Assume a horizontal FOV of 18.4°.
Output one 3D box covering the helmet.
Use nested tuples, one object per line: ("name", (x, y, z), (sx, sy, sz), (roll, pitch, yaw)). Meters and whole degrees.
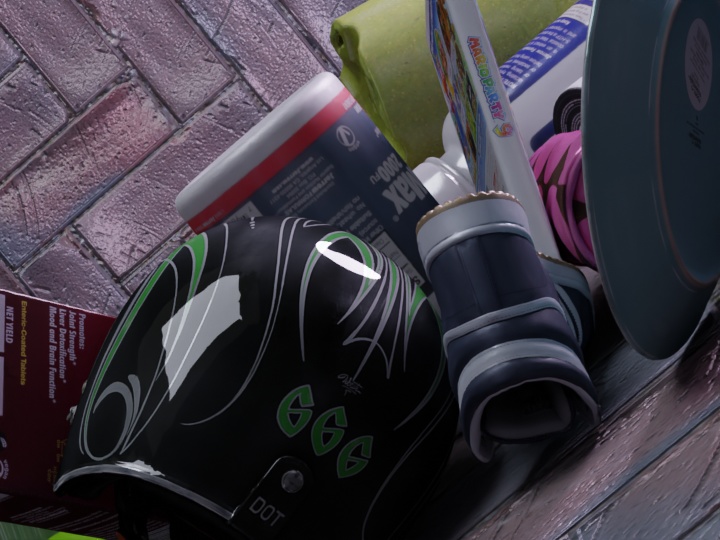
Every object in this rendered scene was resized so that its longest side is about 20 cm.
("helmet", (-0.043, 0.066, 1.118), (0.191, 0.200, 0.200), (-59, 14, -27))

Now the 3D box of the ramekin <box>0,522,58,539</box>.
("ramekin", (-0.174, 0.111, 1.408), (0.198, 0.099, 0.200), (-14, 15, 4))

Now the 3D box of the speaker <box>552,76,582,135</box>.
("speaker", (0.212, -0.128, 1.374), (0.200, 0.081, 0.081), (-38, 4, -27))

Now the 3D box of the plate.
("plate", (0.143, -0.060, 0.995), (0.025, 0.202, 0.200), (0, 27, 27))

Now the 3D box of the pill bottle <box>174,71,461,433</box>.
("pill bottle", (0.000, 0.000, 1.260), (0.119, 0.200, 0.120), (-39, 6, 5))

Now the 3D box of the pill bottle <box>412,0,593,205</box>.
("pill bottle", (0.123, -0.082, 1.459), (0.200, 0.120, 0.120), (-40, 6, -11))

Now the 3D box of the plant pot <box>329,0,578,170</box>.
("plant pot", (0.084, -0.152, 1.610), (0.183, 0.202, 0.200), (-21, 3, -9))

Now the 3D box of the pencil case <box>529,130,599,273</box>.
("pencil case", (0.139, -0.034, 1.208), (0.093, 0.092, 0.200), (3, 5, -4))

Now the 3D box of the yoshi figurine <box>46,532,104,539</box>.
("yoshi figurine", (-0.171, 0.207, 1.227), (0.112, 0.113, 0.200), (-39, 11, 16))

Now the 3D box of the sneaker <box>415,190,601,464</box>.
("sneaker", (0.082, 0.045, 1.080), (0.070, 0.109, 0.200), (-21, -23, 11))

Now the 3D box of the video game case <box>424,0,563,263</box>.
("video game case", (0.071, -0.070, 1.223), (0.018, 0.202, 0.143), (-16, -18, -3))

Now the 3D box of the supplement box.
("supplement box", (-0.145, 0.082, 1.187), (0.199, 0.110, 0.061), (15, -26, -40))
